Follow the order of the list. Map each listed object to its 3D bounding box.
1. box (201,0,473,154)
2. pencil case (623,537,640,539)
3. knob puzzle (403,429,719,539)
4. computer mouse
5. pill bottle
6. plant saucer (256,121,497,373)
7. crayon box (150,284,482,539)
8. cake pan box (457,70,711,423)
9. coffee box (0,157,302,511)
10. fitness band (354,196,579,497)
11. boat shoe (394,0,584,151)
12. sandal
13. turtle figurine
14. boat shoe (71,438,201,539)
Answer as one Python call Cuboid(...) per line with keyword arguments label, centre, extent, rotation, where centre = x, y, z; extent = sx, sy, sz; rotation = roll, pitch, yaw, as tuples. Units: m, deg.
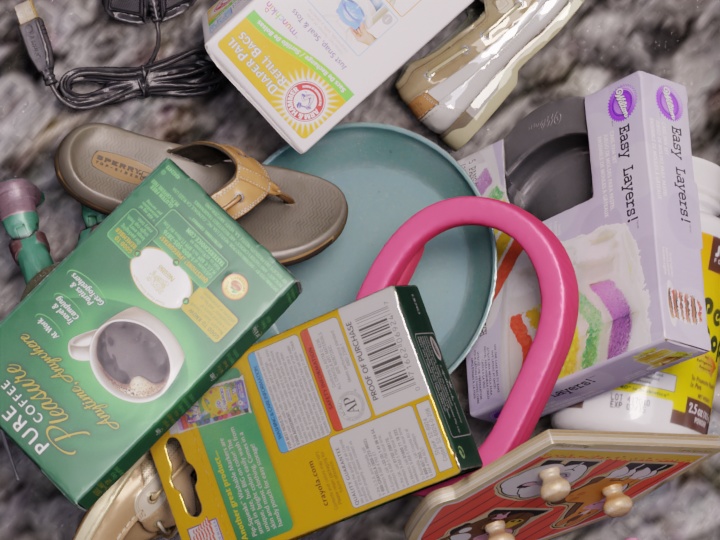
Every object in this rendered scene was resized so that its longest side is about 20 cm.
Cuboid(label="box", centre=(-0.004, -0.190, 1.550), extent=(0.200, 0.113, 0.101), rotation=(-42, 105, 6))
Cuboid(label="pencil case", centre=(0.225, 0.270, 1.552), extent=(0.200, 0.091, 0.094), rotation=(43, 114, 0))
Cuboid(label="knob puzzle", centre=(0.116, 0.161, 1.510), extent=(0.218, 0.220, 0.031), rotation=(-14, 68, -9))
Cuboid(label="computer mouse", centre=(-0.179, -0.210, 1.606), extent=(0.140, 0.046, 0.201), rotation=(-15, 94, -13))
Cuboid(label="pill bottle", centre=(0.198, 0.023, 1.577), extent=(0.108, 0.109, 0.201), rotation=(11, 80, -5))
Cuboid(label="plant saucer", centre=(0.000, 0.000, 1.571), extent=(0.199, 0.036, 0.202), rotation=(-2, 81, 15))
Cuboid(label="crayon box", centre=(-0.035, 0.103, 1.483), extent=(0.199, 0.052, 0.126), rotation=(-23, 82, 19))
Cuboid(label="cake pan box", centre=(0.144, -0.015, 1.527), extent=(0.052, 0.184, 0.201), rotation=(17, 62, -40))
Cuboid(label="coffee box", centre=(-0.149, 0.040, 1.457), extent=(0.123, 0.044, 0.200), rotation=(42, 83, 11))
Cuboid(label="fitness band", centre=(0.060, 0.049, 1.493), extent=(0.143, 0.037, 0.201), rotation=(27, 98, 25))
Cuboid(label="boat shoe", centre=(0.105, -0.182, 1.617), extent=(0.068, 0.075, 0.200), rotation=(40, 79, -5))
Cuboid(label="sandal", centre=(-0.104, -0.060, 1.525), extent=(0.199, 0.055, 0.082), rotation=(20, 57, -5))
Cuboid(label="turtle figurine", centre=(-0.192, 0.034, 1.539), extent=(0.149, 0.101, 0.201), rotation=(-4, 74, -11))
Cuboid(label="boat shoe", centre=(-0.135, 0.147, 1.537), extent=(0.064, 0.071, 0.201), rotation=(32, 77, 0))
